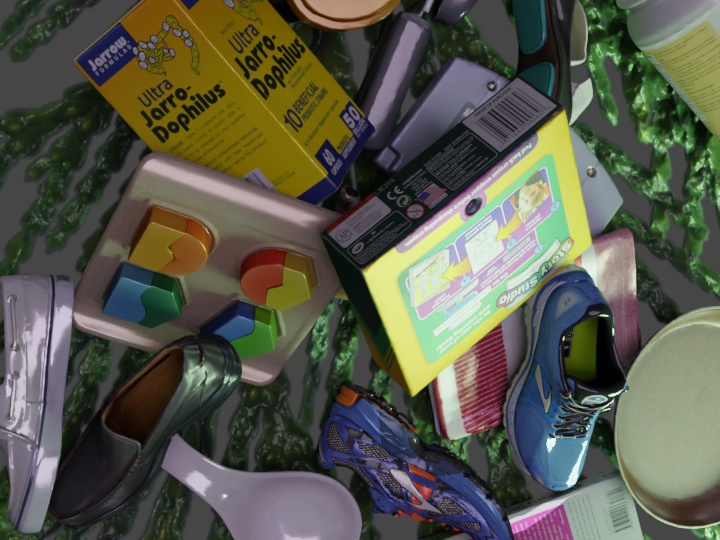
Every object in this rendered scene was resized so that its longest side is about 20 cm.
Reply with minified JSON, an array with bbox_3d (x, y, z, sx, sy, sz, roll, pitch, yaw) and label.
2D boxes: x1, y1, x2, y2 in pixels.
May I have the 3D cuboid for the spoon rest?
[{"bbox_3d":[-0.089,0.188,1.275,0.200,0.061,0.099,33,92,-14],"label":"spoon rest"}]

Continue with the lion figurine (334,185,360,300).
[{"bbox_3d":[0.000,0.000,1.283,0.200,0.073,0.123,20,125,-23],"label":"lion figurine"}]

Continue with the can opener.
[{"bbox_3d":[0.052,-0.188,1.297,0.067,0.053,0.200,22,88,-15],"label":"can opener"}]

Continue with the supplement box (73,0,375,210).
[{"bbox_3d":[-0.102,-0.135,1.206,0.109,0.109,0.200,-33,106,32],"label":"supplement box"}]

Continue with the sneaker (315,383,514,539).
[{"bbox_3d":[0.046,0.180,1.310,0.200,0.075,0.078,38,95,2],"label":"sneaker"}]

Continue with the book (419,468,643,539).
[{"bbox_3d":[0.156,0.268,1.361,0.200,0.048,0.134,-16,96,-15],"label":"book"}]

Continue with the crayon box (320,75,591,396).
[{"bbox_3d":[0.080,-0.024,1.201,0.200,0.058,0.173,-39,144,-13],"label":"crayon box"}]

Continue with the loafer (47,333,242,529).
[{"bbox_3d":[-0.183,0.122,1.218,0.200,0.072,0.073,-49,64,8],"label":"loafer"}]

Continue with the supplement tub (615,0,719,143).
[{"bbox_3d":[0.319,-0.205,1.324,0.145,0.145,0.200,-45,104,-9],"label":"supplement tub"}]

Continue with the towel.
[{"bbox_3d":[0.149,0.056,1.333,0.200,0.023,0.144,-18,118,-14],"label":"towel"}]

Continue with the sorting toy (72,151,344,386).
[{"bbox_3d":[-0.115,0.010,1.211,0.185,0.200,0.037,19,44,-16],"label":"sorting toy"}]

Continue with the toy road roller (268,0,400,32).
[{"bbox_3d":[-0.023,-0.288,1.221,0.123,0.146,0.201,-13,97,-15],"label":"toy road roller"}]

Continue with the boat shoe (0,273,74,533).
[{"bbox_3d":[-0.275,0.101,1.212,0.086,0.075,0.203,6,89,-17],"label":"boat shoe"}]

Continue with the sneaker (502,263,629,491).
[{"bbox_3d":[0.172,0.101,1.297,0.078,0.089,0.200,-7,117,-18],"label":"sneaker"}]

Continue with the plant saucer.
[{"bbox_3d":[0.301,0.128,1.385,0.200,0.032,0.201,-4,100,-24],"label":"plant saucer"}]

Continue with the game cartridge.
[{"bbox_3d":[0.123,-0.083,1.334,0.200,0.040,0.133,39,86,-15],"label":"game cartridge"}]

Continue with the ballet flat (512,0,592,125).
[{"bbox_3d":[0.161,-0.168,1.295,0.068,0.068,0.201,12,77,-29],"label":"ballet flat"}]
